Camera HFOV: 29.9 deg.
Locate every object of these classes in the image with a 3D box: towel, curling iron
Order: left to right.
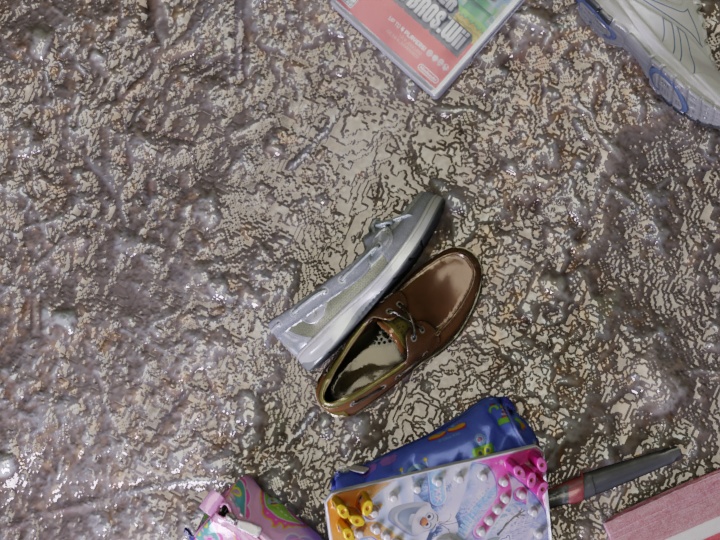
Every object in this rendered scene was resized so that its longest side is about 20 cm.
[{"bbox_3d":[0.194,0.194,1.211,0.198,0.050,0.026,-22,82,0],"label":"curling iron"},{"bbox_3d":[0.317,0.287,1.191,0.142,0.023,0.202,-23,83,4],"label":"towel"}]

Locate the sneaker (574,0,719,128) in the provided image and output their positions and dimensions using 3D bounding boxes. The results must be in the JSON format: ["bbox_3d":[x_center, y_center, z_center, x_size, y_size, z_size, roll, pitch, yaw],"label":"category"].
[{"bbox_3d":[0.284,-0.214,1.224,0.087,0.075,0.200,-40,80,-2],"label":"sneaker"}]

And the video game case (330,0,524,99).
[{"bbox_3d":[0.087,-0.284,1.287,0.143,0.017,0.200,42,91,11],"label":"video game case"}]

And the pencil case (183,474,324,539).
[{"bbox_3d":[-0.062,0.272,1.218,0.199,0.087,0.088,40,91,10],"label":"pencil case"}]

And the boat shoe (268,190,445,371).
[{"bbox_3d":[0.000,0.001,1.244,0.065,0.074,0.202,42,98,6],"label":"boat shoe"}]

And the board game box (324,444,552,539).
[{"bbox_3d":[0.078,0.267,1.159,0.197,0.026,0.203,-11,105,-13],"label":"board game box"}]

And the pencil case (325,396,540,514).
[{"bbox_3d":[0.064,0.183,1.210,0.198,0.078,0.088,-26,104,4],"label":"pencil case"}]

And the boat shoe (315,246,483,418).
[{"bbox_3d":[0.039,0.059,1.232,0.072,0.068,0.200,41,91,11],"label":"boat shoe"}]
